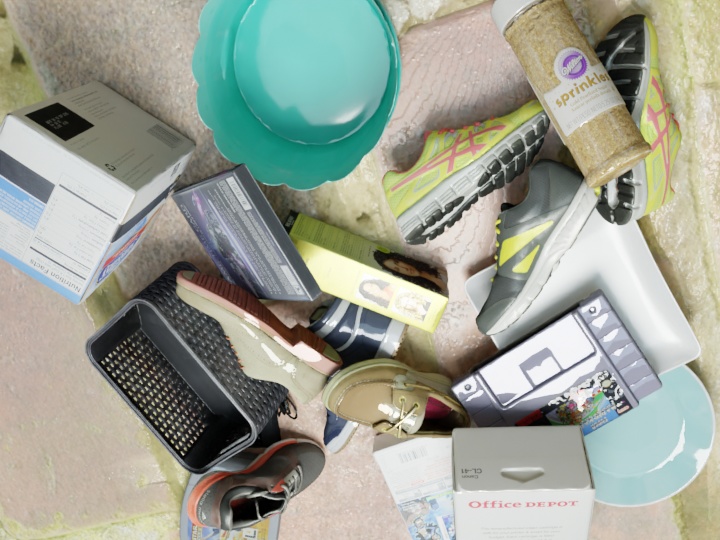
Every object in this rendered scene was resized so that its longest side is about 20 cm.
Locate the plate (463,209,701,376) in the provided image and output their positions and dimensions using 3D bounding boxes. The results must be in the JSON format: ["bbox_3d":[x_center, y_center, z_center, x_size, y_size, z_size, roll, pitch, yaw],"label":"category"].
[{"bbox_3d":[0.244,0.049,0.849,0.198,0.032,0.202,-30,98,15],"label":"plate"}]

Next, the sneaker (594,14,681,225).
[{"bbox_3d":[0.283,-0.152,0.770,0.089,0.078,0.205,-8,104,-24],"label":"sneaker"}]

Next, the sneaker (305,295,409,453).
[{"bbox_3d":[-0.027,0.113,0.886,0.107,0.070,0.203,26,114,0],"label":"sneaker"}]

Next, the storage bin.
[{"bbox_3d":[-0.193,0.111,0.860,0.134,0.094,0.201,-34,100,32],"label":"storage bin"}]

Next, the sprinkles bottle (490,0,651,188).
[{"bbox_3d":[0.198,-0.181,0.720,0.067,0.068,0.203,-29,80,14],"label":"sprinkles bottle"}]

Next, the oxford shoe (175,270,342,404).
[{"bbox_3d":[-0.117,0.073,0.800,0.198,0.071,0.074,34,100,-8],"label":"oxford shoe"}]

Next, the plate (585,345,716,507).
[{"bbox_3d":[0.314,0.182,0.898,0.195,0.026,0.205,2,105,9],"label":"plate"}]

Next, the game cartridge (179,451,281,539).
[{"bbox_3d":[-0.170,0.329,0.995,0.130,0.042,0.204,7,111,-3],"label":"game cartridge"}]

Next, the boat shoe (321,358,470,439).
[{"bbox_3d":[0.048,0.147,0.832,0.197,0.067,0.075,10,117,-39],"label":"boat shoe"}]

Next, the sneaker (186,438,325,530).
[{"bbox_3d":[-0.102,0.259,0.883,0.081,0.198,0.079,11,107,41],"label":"sneaker"}]

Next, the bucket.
[{"bbox_3d":[-0.054,-0.195,0.738,0.202,0.135,0.212,2,111,4],"label":"bucket"}]

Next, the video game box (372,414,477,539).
[{"bbox_3d":[0.138,0.260,0.939,0.196,0.047,0.185,-20,106,11],"label":"video game box"}]

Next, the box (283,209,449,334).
[{"bbox_3d":[0.000,0.000,0.840,0.196,0.076,0.051,20,113,-5],"label":"box"}]

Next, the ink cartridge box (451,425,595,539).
[{"bbox_3d":[0.175,0.268,0.843,0.144,0.086,0.203,-3,128,6],"label":"ink cartridge box"}]

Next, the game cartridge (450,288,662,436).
[{"bbox_3d":[0.215,0.128,0.841,0.198,0.038,0.131,-35,92,18],"label":"game cartridge"}]

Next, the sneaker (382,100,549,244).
[{"bbox_3d":[0.105,-0.120,0.780,0.198,0.078,0.091,-36,68,0],"label":"sneaker"}]

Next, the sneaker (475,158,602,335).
[{"bbox_3d":[0.170,-0.025,0.795,0.084,0.074,0.202,35,109,13],"label":"sneaker"}]

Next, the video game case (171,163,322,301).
[{"bbox_3d":[-0.125,-0.032,0.789,0.019,0.199,0.144,-38,107,-24],"label":"video game case"}]

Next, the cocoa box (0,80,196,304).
[{"bbox_3d":[-0.273,-0.086,0.760,0.132,0.201,0.132,32,110,-8],"label":"cocoa box"}]

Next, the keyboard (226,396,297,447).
[{"bbox_3d":[-0.138,0.130,0.916,0.102,0.040,0.204,-6,111,7],"label":"keyboard"}]
